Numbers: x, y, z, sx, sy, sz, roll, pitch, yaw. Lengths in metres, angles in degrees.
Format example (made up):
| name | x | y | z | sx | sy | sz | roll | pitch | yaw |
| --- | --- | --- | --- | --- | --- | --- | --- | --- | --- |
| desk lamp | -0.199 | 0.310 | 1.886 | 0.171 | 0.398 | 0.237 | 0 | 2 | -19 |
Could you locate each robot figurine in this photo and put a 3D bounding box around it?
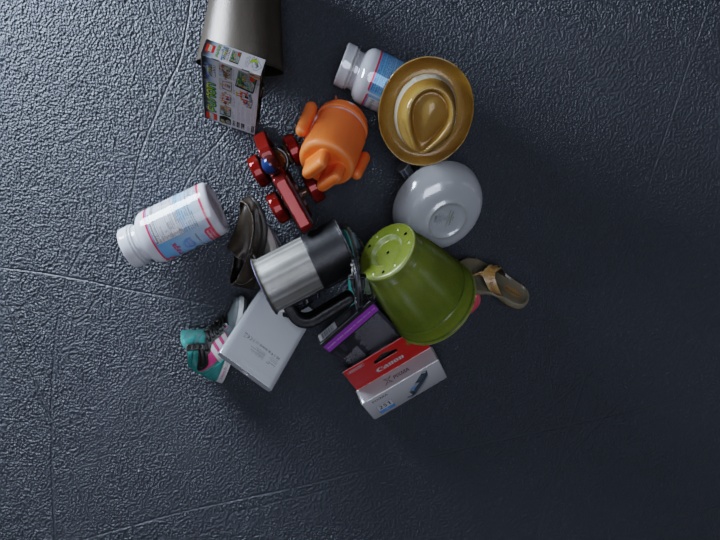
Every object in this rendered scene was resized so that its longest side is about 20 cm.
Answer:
| name | x | y | z | sx | sy | sz | roll | pitch | yaw |
| --- | --- | --- | --- | --- | --- | --- | --- | --- | --- |
| robot figurine | -0.051 | -0.253 | 1.098 | 0.141 | 0.203 | 0.118 | 14 | 146 | 5 |

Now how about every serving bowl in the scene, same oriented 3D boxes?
| name | x | y | z | sx | sy | sz | roll | pitch | yaw |
| --- | --- | --- | --- | --- | --- | --- | --- | --- | --- |
| serving bowl | 0.167 | -0.120 | 1.157 | 0.196 | 0.066 | 0.203 | -9 | 130 | -11 |

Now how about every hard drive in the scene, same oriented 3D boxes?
| name | x | y | z | sx | sy | sz | roll | pitch | yaw |
| --- | --- | --- | --- | --- | --- | --- | --- | --- | --- |
| hard drive | -0.192 | 0.130 | 1.176 | 0.131 | 0.027 | 0.202 | 38 | 56 | -13 |

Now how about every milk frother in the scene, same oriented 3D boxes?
| name | x | y | z | sx | sy | sz | roll | pitch | yaw |
| --- | --- | --- | --- | --- | --- | --- | --- | --- | --- |
| milk frother | -0.091 | 0.018 | 1.051 | 0.185 | 0.200 | 0.183 | -27 | 91 | -4 |

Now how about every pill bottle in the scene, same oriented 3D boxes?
| name | x | y | z | sx | sy | sz | roll | pitch | yaw |
| --- | --- | --- | --- | --- | --- | --- | --- | --- | --- |
| pill bottle | 0.051 | -0.367 | 1.111 | 0.197 | 0.109 | 0.111 | 23 | 100 | -10 |
| pill bottle | -0.376 | -0.086 | 1.124 | 0.197 | 0.109 | 0.110 | -25 | 104 | 1 |

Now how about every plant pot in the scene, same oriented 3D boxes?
| name | x | y | z | sx | sy | sz | roll | pitch | yaw |
| --- | --- | --- | --- | --- | --- | --- | --- | --- | --- |
| plant pot | 0.102 | 0.014 | 1.120 | 0.200 | 0.201 | 0.193 | -43 | 129 | 5 |

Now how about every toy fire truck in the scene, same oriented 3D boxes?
| name | x | y | z | sx | sy | sz | roll | pitch | yaw |
| --- | --- | --- | --- | --- | --- | --- | --- | --- | --- |
| toy fire truck | -0.148 | -0.179 | 1.102 | 0.111 | 0.168 | 0.203 | -28 | 104 | 1 |

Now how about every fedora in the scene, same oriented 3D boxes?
| name | x | y | z | sx | sy | sz | roll | pitch | yaw |
| --- | --- | --- | --- | --- | --- | --- | --- | --- | --- |
| fedora | 0.124 | -0.286 | 1.042 | 0.196 | 0.082 | 0.205 | 1 | 118 | 2 |

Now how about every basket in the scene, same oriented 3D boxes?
| name | x | y | z | sx | sy | sz | roll | pitch | yaw |
| --- | --- | --- | --- | --- | --- | --- | --- | --- | --- |
| basket | -0.218 | -0.483 | 1.049 | 0.176 | 0.136 | 0.205 | 9 | 97 | 19 |

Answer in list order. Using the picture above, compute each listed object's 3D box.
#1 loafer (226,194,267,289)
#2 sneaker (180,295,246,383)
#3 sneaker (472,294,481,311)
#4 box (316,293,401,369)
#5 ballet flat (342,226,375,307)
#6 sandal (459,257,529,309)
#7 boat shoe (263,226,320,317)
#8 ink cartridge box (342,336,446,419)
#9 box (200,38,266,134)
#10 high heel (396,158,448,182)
| name | x | y | z | sx | sy | sz | roll | pitch | yaw |
| --- | --- | --- | --- | --- | --- | --- | --- | --- | --- |
| loafer | -0.237 | -0.052 | 1.153 | 0.070 | 0.073 | 0.205 | -9 | 112 | -35 |
| sneaker | -0.322 | 0.137 | 1.203 | 0.119 | 0.084 | 0.204 | 17 | 102 | -19 |
| sneaker | 0.183 | 0.101 | 1.240 | 0.196 | 0.087 | 0.075 | -22 | 104 | -1 |
| box | 0.018 | 0.160 | 1.227 | 0.142 | 0.036 | 0.200 | -40 | 124 | 5 |
| ballet flat | 0.000 | 0.000 | 1.218 | 0.072 | 0.074 | 0.205 | -8 | 105 | -4 |
| sandal | 0.297 | 0.024 | 1.237 | 0.197 | 0.054 | 0.082 | 24 | 67 | -13 |
| boat shoe | -0.155 | -0.007 | 1.200 | 0.092 | 0.074 | 0.204 | -18 | 89 | -37 |
| ink cartridge box | 0.080 | 0.231 | 1.236 | 0.198 | 0.045 | 0.177 | -31 | 138 | 1 |
| box | -0.239 | -0.335 | 1.048 | 0.108 | 0.200 | 0.035 | 17 | 70 | -9 |
| high heel | 0.176 | -0.227 | 1.192 | 0.200 | 0.071 | 0.143 | -46 | 125 | -7 |
